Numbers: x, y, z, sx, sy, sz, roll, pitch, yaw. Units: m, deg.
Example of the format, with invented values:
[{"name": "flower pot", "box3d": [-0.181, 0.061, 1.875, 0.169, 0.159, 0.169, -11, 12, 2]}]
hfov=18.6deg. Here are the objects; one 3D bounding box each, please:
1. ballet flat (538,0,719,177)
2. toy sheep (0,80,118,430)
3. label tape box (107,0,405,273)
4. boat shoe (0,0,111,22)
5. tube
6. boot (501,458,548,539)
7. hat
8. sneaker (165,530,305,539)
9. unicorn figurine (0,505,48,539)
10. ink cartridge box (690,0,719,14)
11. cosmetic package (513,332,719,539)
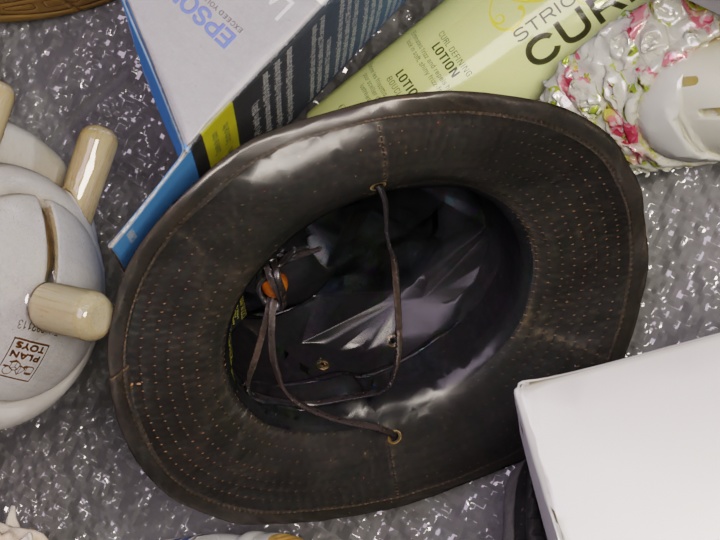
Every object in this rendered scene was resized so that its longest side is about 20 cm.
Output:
[{"name": "ballet flat", "box3d": [0.153, -0.077, 0.765, 0.200, 0.076, 0.064, -25, 38, 19]}, {"name": "toy sheep", "box3d": [-0.155, -0.002, 0.809, 0.200, 0.138, 0.138, 10, 84, 51]}, {"name": "label tape box", "box3d": [-0.039, -0.092, 0.790, 0.063, 0.144, 0.200, 42, 83, 4]}, {"name": "boat shoe", "box3d": [-0.094, -0.167, 0.896, 0.200, 0.071, 0.069, -25, 68, 24]}, {"name": "tube", "box3d": [0.070, -0.100, 0.825, 0.200, 0.052, 0.058, -36, 112, 12]}, {"name": "boot", "box3d": [0.039, 0.167, 0.779, 0.132, 0.070, 0.200, -27, 49, 39]}, {"name": "hat", "box3d": [0.000, 0.000, 0.791, 0.201, 0.201, 0.081, -44, 37, 12]}, {"name": "sneaker", "box3d": [-0.062, 0.198, 0.825, 0.088, 0.075, 0.200, 1, 72, 32]}, {"name": "unicorn figurine", "box3d": [-0.147, 0.192, 0.866, 0.137, 0.074, 0.200, -36, 82, 5]}, {"name": "ink cartridge box", "box3d": [0.148, -0.184, 0.689, 0.067, 0.116, 0.200, 27, 91, 4]}, {"name": "cosmetic package", "box3d": [0.158, 0.067, 0.702, 0.200, 0.085, 0.108, -14, 74, 2]}]
